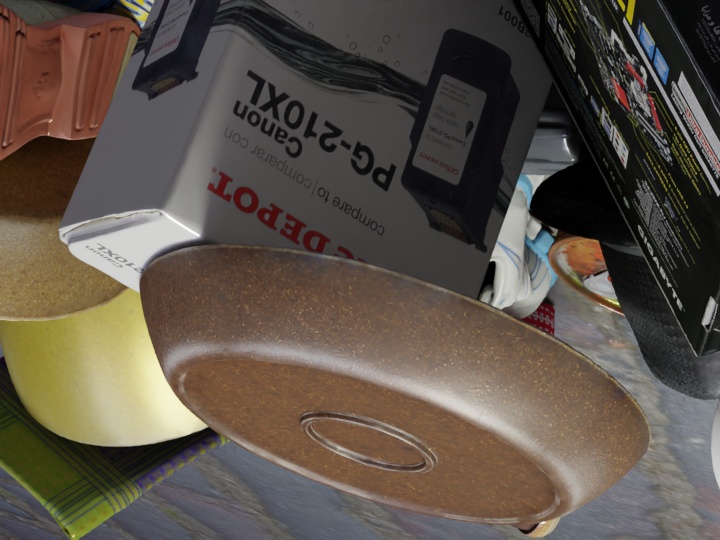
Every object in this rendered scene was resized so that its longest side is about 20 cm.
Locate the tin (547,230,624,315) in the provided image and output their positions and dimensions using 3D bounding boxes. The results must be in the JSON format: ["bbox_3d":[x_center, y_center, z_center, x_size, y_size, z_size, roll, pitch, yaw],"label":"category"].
[{"bbox_3d":[0.180,-0.011,0.951,0.112,0.042,0.200,34,158,-24],"label":"tin"}]

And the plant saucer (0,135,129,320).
[{"bbox_3d":[-0.179,-0.061,0.846,0.199,0.201,0.036,25,124,-12],"label":"plant saucer"}]

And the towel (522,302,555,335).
[{"bbox_3d":[0.045,0.051,1.074,0.144,0.200,0.023,23,123,-6],"label":"towel"}]

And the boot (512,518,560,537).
[{"bbox_3d":[0.026,0.076,1.113,0.165,0.201,0.073,9,127,-26],"label":"boot"}]

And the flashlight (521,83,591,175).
[{"bbox_3d":[0.026,-0.075,0.893,0.199,0.068,0.068,6,147,37],"label":"flashlight"}]

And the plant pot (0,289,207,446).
[{"bbox_3d":[-0.129,-0.023,1.050,0.199,0.200,0.143,10,138,29],"label":"plant pot"}]

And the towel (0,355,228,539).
[{"bbox_3d":[-0.135,0.072,1.109,0.143,0.200,0.023,35,138,30],"label":"towel"}]

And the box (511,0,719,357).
[{"bbox_3d":[0.094,-0.088,0.610,0.049,0.201,0.160,-22,159,-6],"label":"box"}]

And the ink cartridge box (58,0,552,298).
[{"bbox_3d":[-0.009,-0.071,0.727,0.144,0.201,0.084,31,159,-30],"label":"ink cartridge box"}]

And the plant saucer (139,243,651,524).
[{"bbox_3d":[0.007,0.051,0.691,0.199,0.035,0.200,16,158,7],"label":"plant saucer"}]

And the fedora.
[{"bbox_3d":[0.163,0.000,0.767,0.199,0.092,0.201,-5,-167,1],"label":"fedora"}]

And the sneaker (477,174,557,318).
[{"bbox_3d":[0.063,-0.001,1.026,0.074,0.087,0.200,12,161,16],"label":"sneaker"}]

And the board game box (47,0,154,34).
[{"bbox_3d":[-0.139,-0.162,0.838,0.195,0.056,0.200,29,159,-22],"label":"board game box"}]

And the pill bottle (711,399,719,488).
[{"bbox_3d":[0.299,0.101,1.015,0.199,0.114,0.113,2,154,42],"label":"pill bottle"}]

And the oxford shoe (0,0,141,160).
[{"bbox_3d":[-0.172,-0.086,0.787,0.073,0.071,0.200,18,-170,23],"label":"oxford shoe"}]
